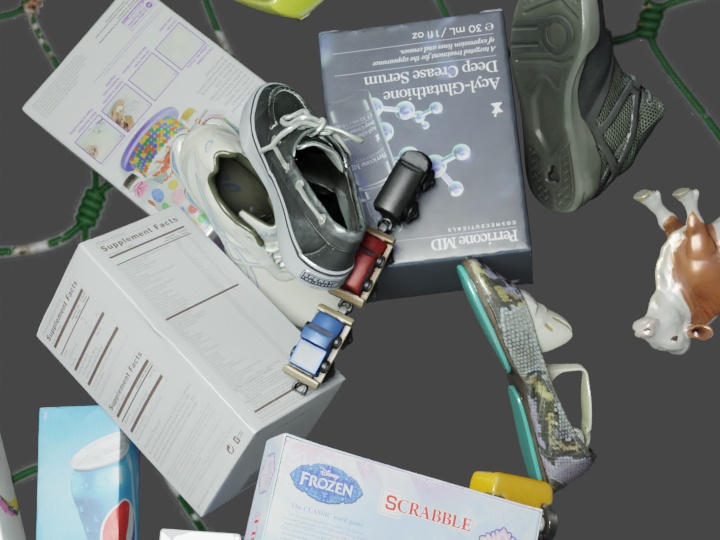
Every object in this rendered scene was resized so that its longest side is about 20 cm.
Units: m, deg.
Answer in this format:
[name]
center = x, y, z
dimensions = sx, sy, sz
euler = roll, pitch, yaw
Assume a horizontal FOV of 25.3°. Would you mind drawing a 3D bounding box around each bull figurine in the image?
[bull figurine]
center = 0.282, -0.021, 1.237
dimensions = 0.200, 0.065, 0.122
euler = -27, 107, -8

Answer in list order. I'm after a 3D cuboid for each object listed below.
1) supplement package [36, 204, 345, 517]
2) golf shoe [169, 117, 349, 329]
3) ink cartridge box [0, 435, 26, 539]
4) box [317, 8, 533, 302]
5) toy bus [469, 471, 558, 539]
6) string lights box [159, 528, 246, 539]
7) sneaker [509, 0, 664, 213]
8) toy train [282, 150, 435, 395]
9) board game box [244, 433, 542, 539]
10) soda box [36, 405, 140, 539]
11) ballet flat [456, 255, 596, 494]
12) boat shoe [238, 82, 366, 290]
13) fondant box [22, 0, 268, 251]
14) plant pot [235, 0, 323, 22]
[supplement package]
center = -0.132, 0.066, 1.232
dimensions = 0.200, 0.114, 0.110
euler = 45, 129, 16
[golf shoe]
center = -0.073, -0.024, 1.241
dimensions = 0.078, 0.097, 0.200
euler = -41, 110, -5
[ink cartridge box]
center = -0.335, 0.189, 1.269
dimensions = 0.116, 0.068, 0.200
euler = -17, 76, 2
[box]
center = 0.052, -0.088, 1.270
dimensions = 0.148, 0.107, 0.200
euler = -7, 75, 5
[toy bus]
center = 0.088, 0.250, 1.180
dimensions = 0.065, 0.078, 0.200
euler = 15, 78, -35
[string lights box]
center = -0.099, 0.247, 1.154
dimensions = 0.059, 0.200, 0.103
euler = 2, 76, 8
[sneaker]
center = 0.178, -0.155, 1.252
dimensions = 0.076, 0.114, 0.200
euler = 12, 119, 42
[toy train]
center = 0.000, 0.000, 1.176
dimensions = 0.034, 0.046, 0.200
euler = 26, 83, 12
[board game box]
center = 0.012, 0.232, 1.071
dimensions = 0.200, 0.041, 0.200
euler = 19, 71, -18
[soda box]
center = -0.211, 0.208, 1.250
dimensions = 0.068, 0.064, 0.200
euler = -3, 76, 7
[ballet flat]
center = 0.133, 0.071, 1.211
dimensions = 0.072, 0.072, 0.201
euler = -20, 107, 2
[boat shoe]
center = -0.038, -0.079, 1.165
dimensions = 0.074, 0.068, 0.200
euler = 13, 41, -23
[fondant box]
center = -0.157, -0.123, 1.331
dimensions = 0.200, 0.058, 0.144
euler = 38, 84, 15
[plant pot]
center = -0.066, -0.317, 1.284
dimensions = 0.200, 0.199, 0.182
euler = -42, 110, -4
